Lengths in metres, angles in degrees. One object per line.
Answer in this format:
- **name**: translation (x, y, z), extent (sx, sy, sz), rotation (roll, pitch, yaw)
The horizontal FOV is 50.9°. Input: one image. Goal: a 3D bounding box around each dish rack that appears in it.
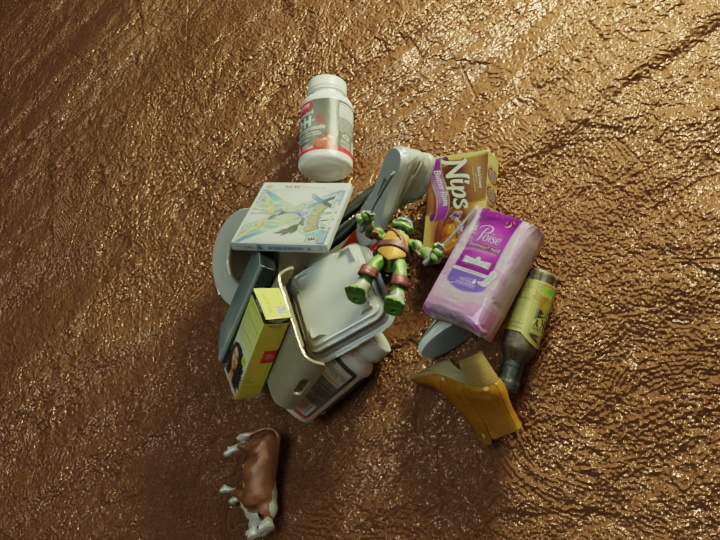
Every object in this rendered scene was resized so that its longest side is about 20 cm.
- **dish rack**: translation (-0.042, 0.047, 1.318), extent (0.171, 0.044, 0.200), rotation (-30, 47, 10)

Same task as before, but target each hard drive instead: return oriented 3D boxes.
- **hard drive**: translation (-0.208, 0.055, 1.386), extent (0.200, 0.033, 0.140), rotation (-64, 17, 17)

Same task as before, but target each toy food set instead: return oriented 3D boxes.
- **toy food set**: translation (-0.120, 0.115, 1.291), extent (0.144, 0.060, 0.200), rotation (-56, 46, 43)

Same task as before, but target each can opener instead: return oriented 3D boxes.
- **can opener**: translation (-0.007, -0.112, 1.439), extent (0.200, 0.079, 0.063), rotation (-38, 58, -4)

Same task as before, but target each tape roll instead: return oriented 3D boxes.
- **tape roll**: translation (-0.205, -0.020, 1.501), extent (0.202, 0.071, 0.203), rotation (-3, 85, 40)

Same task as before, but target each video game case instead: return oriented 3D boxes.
- **video game case**: translation (-0.123, -0.102, 1.407), extent (0.182, 0.022, 0.200), rotation (2, 40, 14)

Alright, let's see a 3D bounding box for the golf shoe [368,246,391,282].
- **golf shoe**: translation (0.000, 0.000, 1.400), extent (0.094, 0.078, 0.200), rotation (38, 91, 25)

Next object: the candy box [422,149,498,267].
- **candy box**: translation (0.179, -0.109, 1.352), extent (0.116, 0.056, 0.201), rotation (-3, 71, 31)

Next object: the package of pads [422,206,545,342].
- **package of pads**: translation (0.198, 0.005, 1.211), extent (0.120, 0.076, 0.200), rotation (22, 77, 38)

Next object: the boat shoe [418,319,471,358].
- **boat shoe**: translation (0.168, 0.064, 1.286), extent (0.200, 0.070, 0.066), rotation (-45, 47, 9)

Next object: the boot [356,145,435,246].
- **boot**: translation (0.069, -0.127, 1.375), extent (0.074, 0.095, 0.200), rotation (53, 128, 43)

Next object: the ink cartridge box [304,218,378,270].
- **ink cartridge box**: translation (-0.069, -0.038, 1.483), extent (0.162, 0.050, 0.200), rotation (-53, 51, 4)

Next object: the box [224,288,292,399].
- **box**: translation (-0.176, 0.126, 1.278), extent (0.075, 0.050, 0.200), rotation (59, 137, 40)

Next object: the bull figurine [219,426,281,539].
- **bull figurine**: translation (-0.195, 0.387, 1.385), extent (0.121, 0.065, 0.201), rotation (-1, 71, 28)

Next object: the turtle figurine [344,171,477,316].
- **turtle figurine**: translation (0.056, -0.040, 1.230), extent (0.200, 0.144, 0.194), rotation (-27, 34, 50)

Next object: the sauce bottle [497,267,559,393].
- **sauce bottle**: translation (0.263, 0.097, 1.216), extent (0.065, 0.065, 0.201), rotation (13, 81, 35)

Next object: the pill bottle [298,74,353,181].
- **pill bottle**: translation (-0.069, -0.292, 1.544), extent (0.110, 0.111, 0.201), rotation (-12, 66, 28)

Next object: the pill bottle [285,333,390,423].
- **pill bottle**: translation (-0.051, 0.169, 1.351), extent (0.200, 0.114, 0.114), rotation (-41, 55, 11)

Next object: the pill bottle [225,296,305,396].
- **pill bottle**: translation (-0.152, 0.133, 1.430), extent (0.200, 0.111, 0.111), rotation (-46, 55, 8)

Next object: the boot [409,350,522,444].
- **boot**: translation (0.166, 0.214, 1.224), extent (0.201, 0.071, 0.144), rotation (-27, 88, 58)
